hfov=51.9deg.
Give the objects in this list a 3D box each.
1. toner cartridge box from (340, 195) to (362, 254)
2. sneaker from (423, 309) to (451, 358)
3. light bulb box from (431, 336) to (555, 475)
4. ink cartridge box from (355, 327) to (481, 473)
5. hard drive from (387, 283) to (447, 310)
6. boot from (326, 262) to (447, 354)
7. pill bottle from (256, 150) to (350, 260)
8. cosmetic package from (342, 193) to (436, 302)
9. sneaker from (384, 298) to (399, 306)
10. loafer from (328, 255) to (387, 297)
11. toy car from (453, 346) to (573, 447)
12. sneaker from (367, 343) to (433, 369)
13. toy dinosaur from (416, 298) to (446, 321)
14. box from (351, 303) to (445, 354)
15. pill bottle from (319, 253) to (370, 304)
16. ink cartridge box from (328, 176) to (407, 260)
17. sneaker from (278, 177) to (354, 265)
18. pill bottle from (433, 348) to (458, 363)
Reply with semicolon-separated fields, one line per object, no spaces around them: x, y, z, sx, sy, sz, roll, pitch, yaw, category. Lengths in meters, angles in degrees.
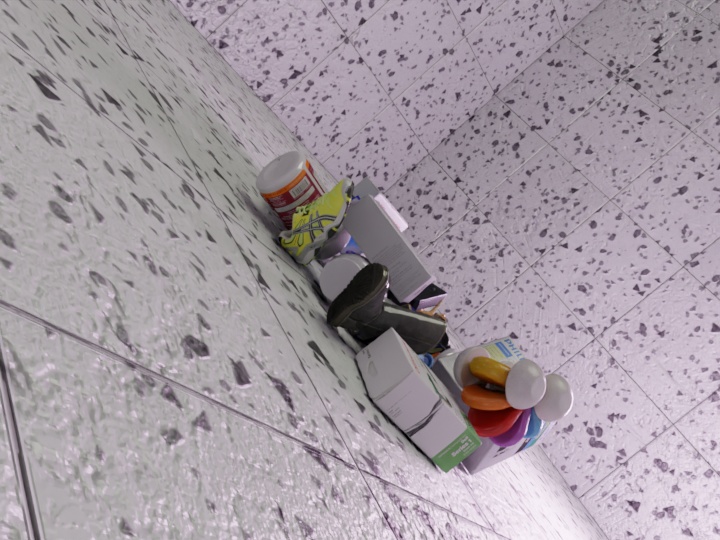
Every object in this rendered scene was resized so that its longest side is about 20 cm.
-0.018;-0.087;1.636;0.043;0.094;0.200;57;-2;19;toner cartridge box
0.149;0.134;1.733;0.201;0.075;0.092;57;2;12;sneaker
0.256;0.260;1.458;0.198;0.126;0.199;-11;52;-34;light bulb box
0.093;0.210;1.215;0.200;0.084;0.146;48;6;-27;ink cartridge box
0.085;0.028;1.671;0.199;0.043;0.134;31;24;30;hard drive
0.064;0.073;1.248;0.198;0.182;0.073;24;54;-21;boot
-0.106;-0.121;1.430;0.201;0.109;0.110;55;2;-33;pill bottle
0.052;-0.041;1.406;0.201;0.081;0.113;52;7;10;cosmetic package
0.089;0.104;1.587;0.199;0.078;0.086;33;-27;-23;sneaker
0.000;0.000;1.598;0.075;0.070;0.199;7;14;-38;loafer
0.255;0.229;1.288;0.199;0.152;0.174;27;-11;-37;toy car
0.076;0.163;1.379;0.074;0.082;0.200;56;9;29;sneaker
0.134;0.102;1.514;0.200;0.105;0.061;-111;-164;-84;toy dinosaur
0.077;0.127;1.422;0.200;0.120;0.033;44;32;-54;box
-0.015;0.024;1.414;0.109;0.108;0.200;51;6;9;pill bottle
-0.007;-0.102;1.777;0.146;0.200;0.083;44;8;-42;ink cartridge box
-0.080;-0.093;1.334;0.076;0.200;0.076;32;32;-12;sneaker
0.220;0.276;1.607;0.201;0.112;0.112;52;7;14;pill bottle
